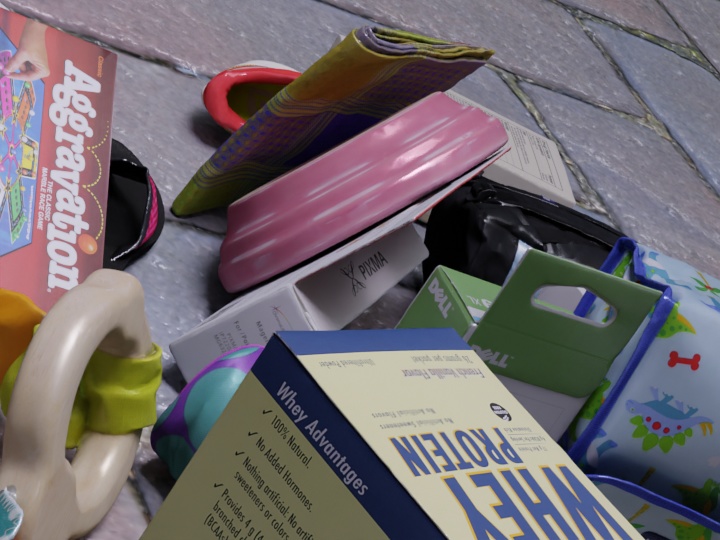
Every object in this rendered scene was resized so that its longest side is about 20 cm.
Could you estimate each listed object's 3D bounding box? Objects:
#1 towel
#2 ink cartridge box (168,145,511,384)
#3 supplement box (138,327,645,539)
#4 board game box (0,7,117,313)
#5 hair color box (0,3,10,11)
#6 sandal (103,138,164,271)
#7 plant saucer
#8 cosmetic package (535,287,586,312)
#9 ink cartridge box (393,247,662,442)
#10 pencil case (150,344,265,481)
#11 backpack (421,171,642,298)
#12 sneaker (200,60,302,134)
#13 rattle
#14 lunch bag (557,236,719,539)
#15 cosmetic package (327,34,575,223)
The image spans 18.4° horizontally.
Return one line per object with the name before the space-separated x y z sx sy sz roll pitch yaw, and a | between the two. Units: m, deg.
towel | -0.019 -0.094 1.439 0.143 0.200 0.023 -1 59 -54
ink cartridge box | 0.000 0.000 1.310 0.044 0.173 0.200 62 24 -4
supplement box | 0.010 0.164 0.978 0.134 0.200 0.200 0 40 -52
board game box | -0.191 -0.057 1.259 0.102 0.019 0.202 21 52 -30
hair color box | -0.272 -0.142 1.361 0.200 0.064 0.111 41 26 10
sandal | -0.153 -0.036 1.336 0.075 0.045 0.200 30 24 -8
plant saucer | -0.006 -0.054 1.371 0.051 0.199 0.200 62 25 -3
cosmetic package | 0.183 0.096 1.411 0.199 0.113 0.081 27 12 -22
ink cartridge box | 0.067 0.062 1.245 0.103 0.201 0.059 18 27 -33
pencil case | -0.021 0.131 1.146 0.092 0.085 0.200 -16 53 -41
backpack | 0.145 0.026 1.498 0.198 0.155 0.163 10 9 -11
sneaker | -0.017 -0.098 1.542 0.198 0.078 0.085 10 5 9
rattle | -0.185 0.080 1.055 0.142 0.131 0.201 24 50 5
lunch bag | 0.185 0.111 1.307 0.169 0.201 0.128 25 17 -17
cosmetic package | 0.055 -0.089 1.671 0.199 0.073 0.104 26 25 -19
